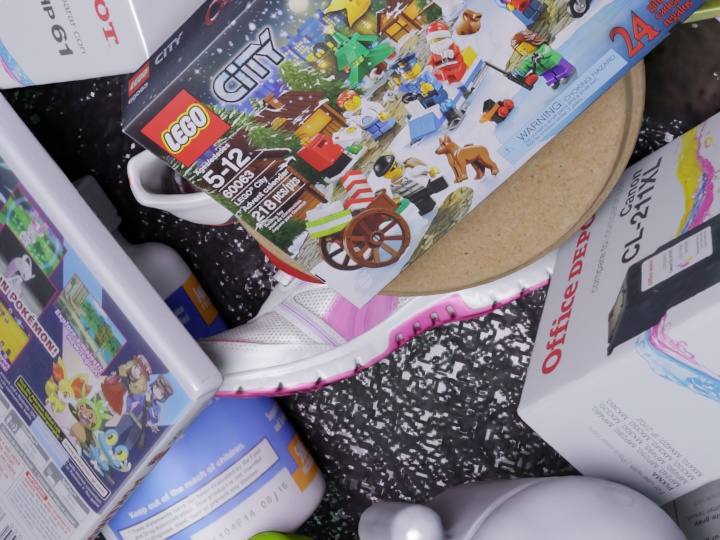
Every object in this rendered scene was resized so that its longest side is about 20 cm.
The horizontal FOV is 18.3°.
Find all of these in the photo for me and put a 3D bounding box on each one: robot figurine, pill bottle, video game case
[{"bbox_3d":[0.077,0.146,0.964,0.169,0.200,0.113,27,76,-13],"label":"robot figurine"},{"bbox_3d":[-0.113,0.057,1.120,0.112,0.112,0.200,-28,99,24],"label":"pill bottle"},{"bbox_3d":[-0.171,0.029,1.058,0.200,0.023,0.182,51,129,13],"label":"video game case"}]

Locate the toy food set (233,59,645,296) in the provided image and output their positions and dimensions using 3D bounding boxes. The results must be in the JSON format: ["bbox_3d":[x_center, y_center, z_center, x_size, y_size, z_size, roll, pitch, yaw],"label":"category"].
[{"bbox_3d":[0.023,-0.070,0.964,0.199,0.049,0.199,5,124,-12],"label":"toy food set"}]

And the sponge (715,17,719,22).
[{"bbox_3d":[0.252,-0.096,0.995,0.200,0.030,0.112,45,116,-2],"label":"sponge"}]

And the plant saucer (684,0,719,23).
[{"bbox_3d":[0.098,-0.189,0.925,0.199,0.048,0.200,-10,134,10],"label":"plant saucer"}]

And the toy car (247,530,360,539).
[{"bbox_3d":[0.013,0.244,1.072,0.158,0.164,0.200,-50,46,26],"label":"toy car"}]

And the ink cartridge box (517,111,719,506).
[{"bbox_3d":[0.173,-0.001,0.960,0.083,0.146,0.200,40,132,-21],"label":"ink cartridge box"}]

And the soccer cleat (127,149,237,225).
[{"bbox_3d":[-0.023,-0.079,1.050,0.200,0.085,0.069,-29,77,26],"label":"soccer cleat"}]

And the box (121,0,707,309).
[{"bbox_3d":[0.020,-0.091,0.895,0.136,0.038,0.200,36,113,-28],"label":"box"}]

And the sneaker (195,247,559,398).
[{"bbox_3d":[0.000,0.000,1.068,0.199,0.081,0.089,-24,87,-7],"label":"sneaker"}]

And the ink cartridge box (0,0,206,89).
[{"bbox_3d":[-0.143,-0.164,1.017,0.200,0.085,0.145,-2,111,48],"label":"ink cartridge box"}]

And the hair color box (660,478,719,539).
[{"bbox_3d":[0.198,0.159,1.013,0.099,0.201,0.061,-23,137,21],"label":"hair color box"}]
